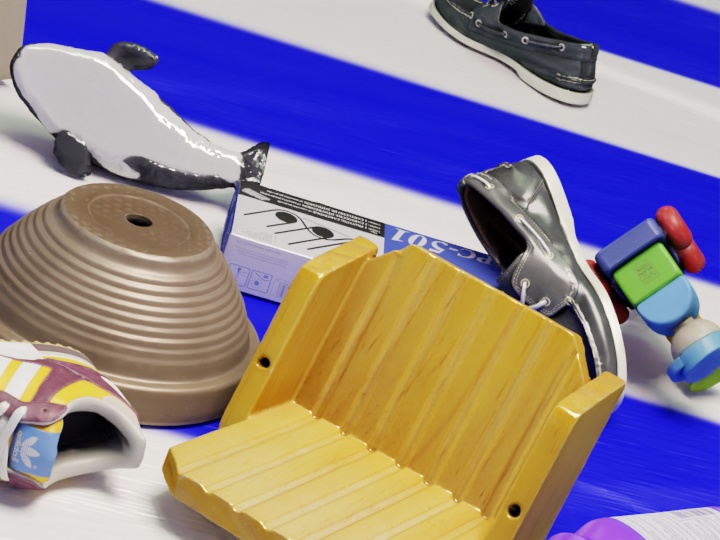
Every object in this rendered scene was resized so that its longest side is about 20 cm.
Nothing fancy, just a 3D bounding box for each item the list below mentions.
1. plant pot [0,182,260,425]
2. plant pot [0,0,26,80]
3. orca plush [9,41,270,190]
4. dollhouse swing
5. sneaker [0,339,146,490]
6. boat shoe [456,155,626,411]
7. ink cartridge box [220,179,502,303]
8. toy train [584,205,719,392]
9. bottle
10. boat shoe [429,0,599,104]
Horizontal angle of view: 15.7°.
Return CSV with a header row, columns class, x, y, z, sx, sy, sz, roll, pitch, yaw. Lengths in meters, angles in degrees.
class,x,y,z,sx,sy,sz,roll,pitch,yaw
plant pot,-0.151,0.008,1.654,0.200,0.093,0.201,17,24,-8
plant pot,-0.374,-0.252,1.942,0.177,0.200,0.200,-20,43,-39
orca plush,-0.165,-0.109,1.924,0.199,0.106,0.071,12,-7,-9
dollhouse swing,0.013,0.084,1.535,0.200,0.182,0.176,30,6,22
sneaker,-0.215,0.082,1.468,0.200,0.075,0.090,-1,26,-37
boat shoe,0.127,0.014,1.824,0.067,0.072,0.200,-9,64,-28
ink cartridge box,0.000,0.000,1.840,0.199,0.044,0.094,17,25,-6
toy train,0.233,0.039,1.899,0.116,0.085,0.200,58,5,20
bottle,0.161,0.184,1.539,0.200,0.065,0.084,-2,31,-39
boat shoe,0.145,-0.225,2.402,0.074,0.066,0.199,-4,33,-41
